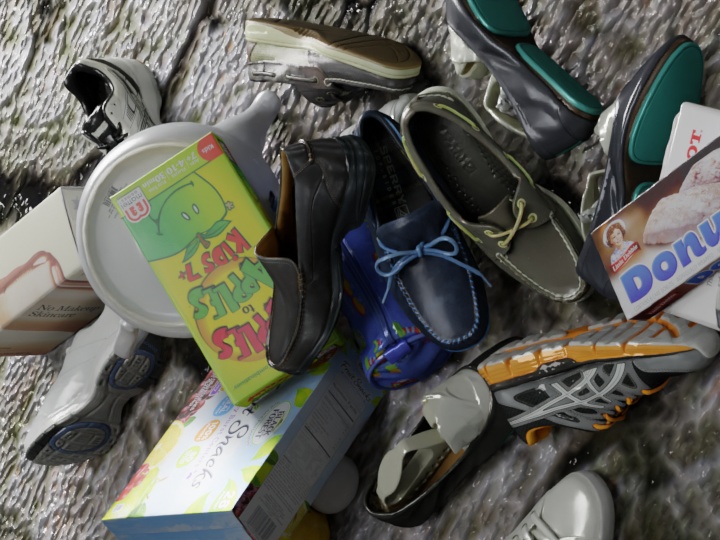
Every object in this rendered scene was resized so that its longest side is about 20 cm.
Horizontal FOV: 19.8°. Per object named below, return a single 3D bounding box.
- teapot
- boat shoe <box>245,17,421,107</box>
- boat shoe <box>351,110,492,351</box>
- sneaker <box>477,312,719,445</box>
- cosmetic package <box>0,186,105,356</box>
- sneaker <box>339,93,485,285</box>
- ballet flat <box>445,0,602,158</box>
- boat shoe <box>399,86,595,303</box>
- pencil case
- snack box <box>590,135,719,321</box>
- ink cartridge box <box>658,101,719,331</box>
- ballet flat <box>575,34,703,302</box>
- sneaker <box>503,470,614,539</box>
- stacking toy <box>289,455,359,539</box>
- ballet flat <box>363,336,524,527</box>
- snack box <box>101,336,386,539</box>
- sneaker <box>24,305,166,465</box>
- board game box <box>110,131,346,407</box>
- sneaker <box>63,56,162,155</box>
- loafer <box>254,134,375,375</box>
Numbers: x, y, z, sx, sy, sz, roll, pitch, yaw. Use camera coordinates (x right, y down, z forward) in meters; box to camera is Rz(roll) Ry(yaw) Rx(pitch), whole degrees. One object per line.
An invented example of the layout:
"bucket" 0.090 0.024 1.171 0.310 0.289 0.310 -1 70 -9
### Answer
"teapot" -0.149 -0.036 1.804 0.199 0.146 0.198 -14 96 9
"boat shoe" -0.024 -0.170 1.745 0.200 0.073 0.065 23 114 47
"boat shoe" 0.034 -0.029 1.580 0.084 0.069 0.200 -30 74 2
"sneaker" 0.182 0.078 1.518 0.199 0.078 0.078 -14 99 42
"cosmetic package" -0.294 0.004 1.973 0.200 0.103 0.088 -35 65 40
"sneaker" 0.054 -0.062 1.648 0.099 0.078 0.200 -44 59 28
"ballet flat" 0.109 -0.162 1.594 0.073 0.073 0.200 -53 55 28
"boat shoe" 0.102 -0.051 1.552 0.072 0.060 0.202 -40 90 19
"pencil case" 0.000 0.000 1.682 0.078 0.087 0.200 -36 65 14
"snack box" 0.241 -0.046 1.372 0.200 0.024 0.072 -39 61 36
"ink cartridge box" 0.298 -0.021 1.391 0.200 0.084 0.145 20 101 44
"ballet flat" 0.197 -0.077 1.511 0.073 0.073 0.201 19 102 44
"sneaker" 0.119 0.237 1.552 0.073 0.084 0.201 46 116 39
"stacking toy" -0.075 0.229 1.743 0.200 0.146 0.146 -46 55 10
"ballet flat" 0.068 0.132 1.621 0.200 0.068 0.068 -56 52 26
"snack box" -0.094 0.151 1.704 0.168 0.068 0.200 -10 36 45
"sneaker" -0.256 0.109 1.960 0.200 0.074 0.087 -48 44 23
"board game box" -0.108 0.000 1.681 0.101 0.048 0.200 -32 81 3
"sneaker" -0.217 -0.115 1.915 0.076 0.087 0.200 -48 57 29
"loafer" -0.051 -0.012 1.587 0.073 0.072 0.201 41 124 54
